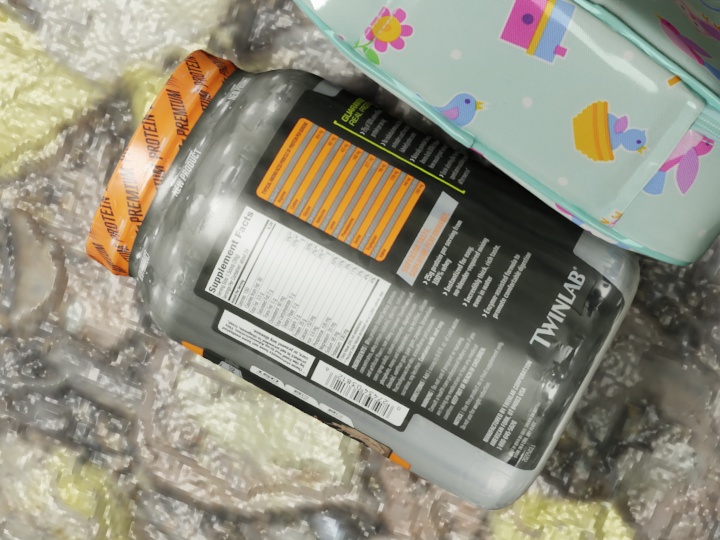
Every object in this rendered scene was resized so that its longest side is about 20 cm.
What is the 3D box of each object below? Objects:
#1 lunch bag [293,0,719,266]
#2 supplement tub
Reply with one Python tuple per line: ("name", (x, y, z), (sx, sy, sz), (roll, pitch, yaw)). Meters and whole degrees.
("lunch bag", (0.067, -0.100, 0.916), (0.200, 0.160, 0.077), (35, 115, -6))
("supplement tub", (0.000, 0.000, 0.974), (0.200, 0.123, 0.123), (29, 109, 3))
